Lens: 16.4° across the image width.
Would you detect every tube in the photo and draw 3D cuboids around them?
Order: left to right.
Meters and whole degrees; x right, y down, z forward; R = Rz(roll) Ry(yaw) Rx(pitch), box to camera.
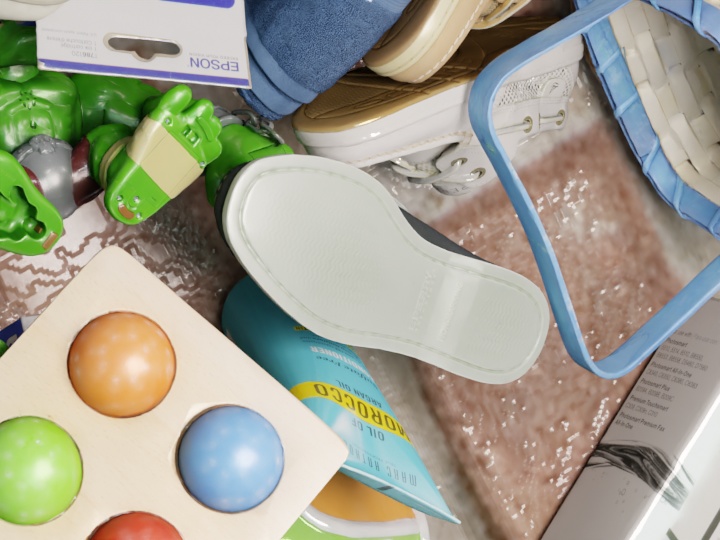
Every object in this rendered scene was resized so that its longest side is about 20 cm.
[{"bbox_3d":[-0.017,0.057,1.128,0.077,0.200,0.051,22,103,-24],"label":"tube"}]

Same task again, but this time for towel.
[{"bbox_3d":[0.014,-0.160,1.114,0.200,0.112,0.049,-42,119,16],"label":"towel"}]

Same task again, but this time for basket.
[{"bbox_3d":[0.154,-0.065,1.177,0.200,0.139,0.177,-37,126,-20],"label":"basket"}]

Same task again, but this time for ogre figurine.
[{"bbox_3d":[-0.145,-0.055,1.106,0.199,0.120,0.098,-27,123,-20],"label":"ogre figurine"}]

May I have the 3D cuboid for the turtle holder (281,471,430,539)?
[{"bbox_3d":[-0.039,0.160,1.164,0.131,0.141,0.186,-5,96,-20],"label":"turtle holder"}]

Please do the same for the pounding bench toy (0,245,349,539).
[{"bbox_3d":[-0.125,0.061,0.999,0.200,0.156,0.124,41,75,1],"label":"pounding bench toy"}]

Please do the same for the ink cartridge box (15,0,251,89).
[{"bbox_3d":[-0.105,-0.164,1.115,0.099,0.039,0.201,5,63,-20],"label":"ink cartridge box"}]

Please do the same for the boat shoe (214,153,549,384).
[{"bbox_3d":[0.000,0.000,1.131,0.200,0.060,0.076,33,82,-40],"label":"boat shoe"}]

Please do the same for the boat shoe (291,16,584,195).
[{"bbox_3d":[0.045,-0.068,1.175,0.200,0.071,0.070,-23,115,-47],"label":"boat shoe"}]

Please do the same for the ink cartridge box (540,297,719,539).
[{"bbox_3d":[0.188,0.134,1.273,0.146,0.084,0.200,34,84,-19],"label":"ink cartridge box"}]

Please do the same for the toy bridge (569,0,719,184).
[{"bbox_3d":[0.140,-0.135,1.259,0.067,0.027,0.201,-22,103,-16],"label":"toy bridge"}]

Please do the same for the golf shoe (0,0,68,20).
[{"bbox_3d":[-0.198,-0.115,1.071,0.078,0.199,0.098,-19,117,-51],"label":"golf shoe"}]

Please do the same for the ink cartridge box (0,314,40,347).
[{"bbox_3d":[-0.130,0.126,1.117,0.044,0.094,0.201,-7,78,-34],"label":"ink cartridge box"}]

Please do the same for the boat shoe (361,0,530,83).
[{"bbox_3d":[0.060,-0.148,1.167,0.065,0.071,0.200,47,46,-22],"label":"boat shoe"}]
